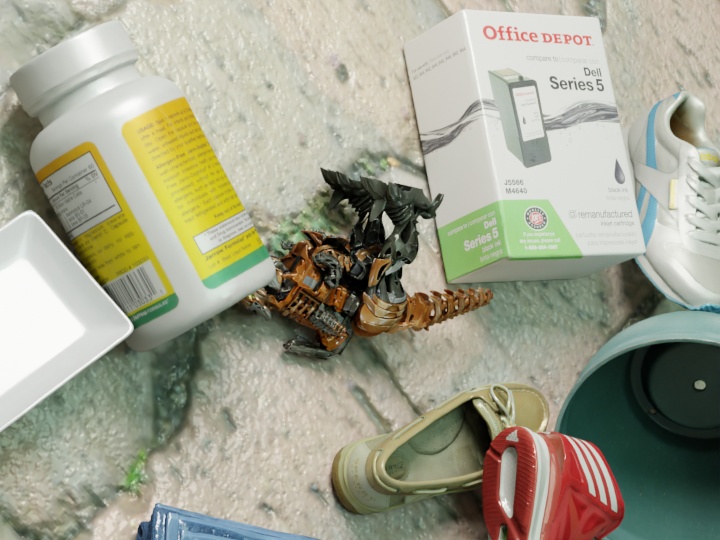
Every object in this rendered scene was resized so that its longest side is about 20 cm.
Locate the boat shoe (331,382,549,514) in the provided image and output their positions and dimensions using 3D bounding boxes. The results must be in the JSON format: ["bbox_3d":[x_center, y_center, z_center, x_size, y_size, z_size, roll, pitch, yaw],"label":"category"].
[{"bbox_3d":[0.072,0.126,1.306,0.200,0.063,0.073,-12,83,-37],"label":"boat shoe"}]

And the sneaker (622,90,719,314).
[{"bbox_3d":[0.265,-0.056,1.458,0.076,0.081,0.200,11,52,-33],"label":"sneaker"}]

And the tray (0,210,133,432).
[{"bbox_3d":[-0.249,0.055,1.108,0.200,0.022,0.107,-38,84,-30],"label":"tray"}]

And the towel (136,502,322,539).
[{"bbox_3d":[-0.060,0.229,1.191,0.200,0.048,0.112,18,67,-30],"label":"towel"}]

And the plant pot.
[{"bbox_3d":[0.258,0.112,1.379,0.200,0.200,0.134,51,27,-11],"label":"plant pot"}]

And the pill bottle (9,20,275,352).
[{"bbox_3d":[-0.149,-0.057,1.179,0.113,0.113,0.200,-31,94,-37],"label":"pill bottle"}]

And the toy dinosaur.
[{"bbox_3d":[0.000,0.000,1.294,0.200,0.102,0.136,9,93,-47],"label":"toy dinosaur"}]

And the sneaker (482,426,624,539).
[{"bbox_3d":[0.143,0.217,1.298,0.115,0.078,0.201,7,95,-35],"label":"sneaker"}]

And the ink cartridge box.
[{"bbox_3d":[0.128,-0.097,1.402,0.145,0.084,0.201,-2,77,-35],"label":"ink cartridge box"}]
